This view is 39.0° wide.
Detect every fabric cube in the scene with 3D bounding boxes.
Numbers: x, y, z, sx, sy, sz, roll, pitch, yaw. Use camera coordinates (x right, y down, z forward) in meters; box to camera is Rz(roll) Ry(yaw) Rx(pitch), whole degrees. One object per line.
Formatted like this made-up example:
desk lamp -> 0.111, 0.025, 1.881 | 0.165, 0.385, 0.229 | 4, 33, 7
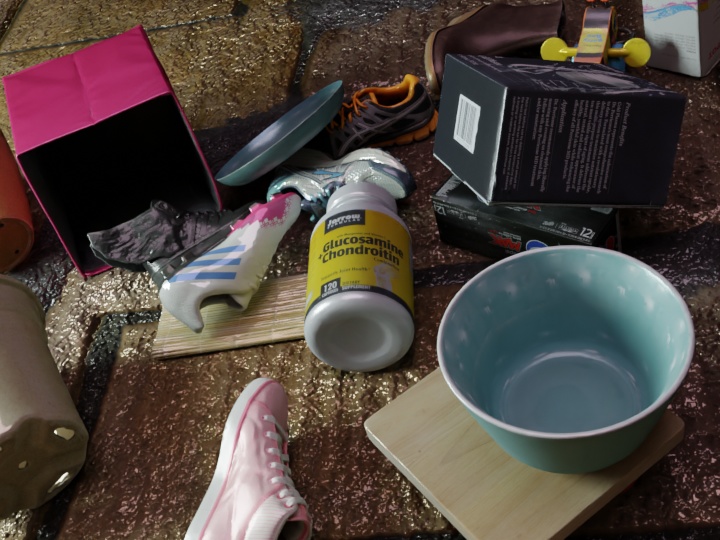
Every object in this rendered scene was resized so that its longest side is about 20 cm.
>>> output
fabric cube -> -0.309, -0.152, 1.271 | 0.199, 0.197, 0.200 | -24, 41, -7

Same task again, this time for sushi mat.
sushi mat -> -0.132, 0.049, 1.136 | 0.199, 0.012, 0.096 | -9, 42, 8

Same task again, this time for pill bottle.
pill bottle -> 0.000, 0.000, 1.072 | 0.111, 0.112, 0.201 | -8, 43, 9

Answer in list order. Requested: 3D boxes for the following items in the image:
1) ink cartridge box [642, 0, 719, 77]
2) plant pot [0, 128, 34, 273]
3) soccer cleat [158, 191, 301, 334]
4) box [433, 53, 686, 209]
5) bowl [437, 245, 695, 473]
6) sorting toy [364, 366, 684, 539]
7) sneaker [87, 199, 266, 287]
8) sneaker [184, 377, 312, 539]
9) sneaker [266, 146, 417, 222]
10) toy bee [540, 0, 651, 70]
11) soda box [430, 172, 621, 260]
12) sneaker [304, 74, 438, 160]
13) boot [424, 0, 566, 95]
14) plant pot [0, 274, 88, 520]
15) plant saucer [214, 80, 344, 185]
ink cartridge box -> 0.420, -0.367, 1.263 | 0.085, 0.201, 0.148 | 24, 55, 36
plant pot -> -0.506, -0.090, 1.297 | 0.186, 0.187, 0.200 | -33, 58, -18
soccer cleat -> -0.131, -0.006, 1.139 | 0.200, 0.070, 0.086 | -38, 80, -19
box -> 0.203, -0.151, 1.082 | 0.195, 0.125, 0.200 | 2, 21, -14
bowl -> 0.168, 0.086, 0.830 | 0.199, 0.105, 0.201 | -9, 42, 8
sorting toy -> 0.142, 0.156, 0.895 | 0.199, 0.070, 0.199 | -33, 45, -18
sneaker -> -0.211, -0.052, 1.202 | 0.199, 0.060, 0.104 | -37, 83, -17
sneaker -> -0.079, 0.192, 0.920 | 0.104, 0.076, 0.201 | 1, 52, 25
sneaker -> -0.025, -0.092, 1.217 | 0.199, 0.078, 0.087 | 4, 51, 34
toy bee -> 0.295, -0.293, 1.294 | 0.130, 0.109, 0.201 | -10, 42, 10
soda box -> 0.178, -0.049, 1.098 | 0.199, 0.071, 0.063 | 20, 54, 34
sneaker -> 0.000, -0.193, 1.304 | 0.199, 0.077, 0.078 | -21, 44, -3
boot -> 0.182, -0.306, 1.360 | 0.165, 0.073, 0.200 | -3, 37, 26
plant pot -> -0.369, 0.135, 1.005 | 0.200, 0.201, 0.183 | -34, 55, -18
plant saucer -> -0.095, -0.165, 1.262 | 0.200, 0.027, 0.200 | -35, 15, 11
